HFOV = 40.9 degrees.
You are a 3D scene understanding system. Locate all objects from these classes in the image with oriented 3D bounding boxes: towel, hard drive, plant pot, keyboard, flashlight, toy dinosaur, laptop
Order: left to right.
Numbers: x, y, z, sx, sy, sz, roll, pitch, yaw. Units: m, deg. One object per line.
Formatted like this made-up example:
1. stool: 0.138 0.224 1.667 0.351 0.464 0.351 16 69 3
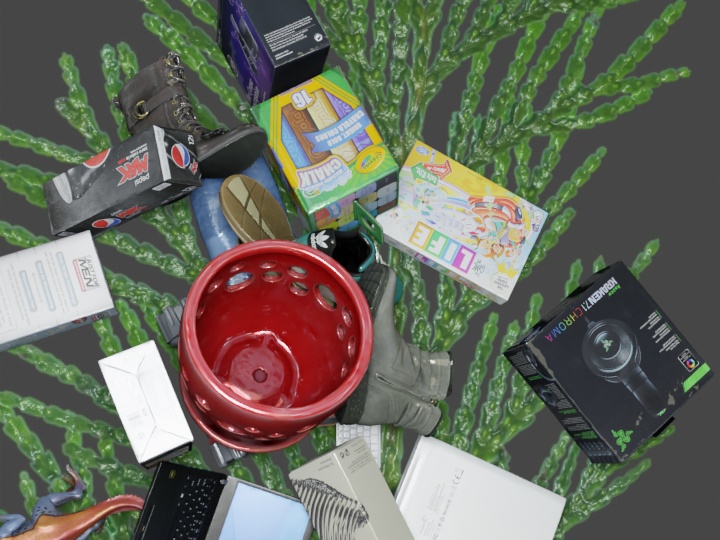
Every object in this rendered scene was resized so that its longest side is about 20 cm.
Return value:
1. toy dinosaur: -0.363 0.279 1.037 0.181 0.199 0.105 -28 95 -58
2. flashlight: -0.181 0.132 1.150 0.068 0.068 0.200 -15 73 -57
3. laptop: -0.161 0.324 1.081 0.103 0.200 0.178 13 79 31
4. towel: -0.141 -0.048 1.200 0.111 0.049 0.201 -18 83 -14
5. plant pot: -0.102 0.090 1.052 0.200 0.183 0.201 6 66 -14
6. keyboard: -0.003 0.145 1.203 0.056 0.011 0.201 2 78 -9
7. hard drive: 0.140 0.301 1.186 0.199 0.027 0.132 25 75 -3

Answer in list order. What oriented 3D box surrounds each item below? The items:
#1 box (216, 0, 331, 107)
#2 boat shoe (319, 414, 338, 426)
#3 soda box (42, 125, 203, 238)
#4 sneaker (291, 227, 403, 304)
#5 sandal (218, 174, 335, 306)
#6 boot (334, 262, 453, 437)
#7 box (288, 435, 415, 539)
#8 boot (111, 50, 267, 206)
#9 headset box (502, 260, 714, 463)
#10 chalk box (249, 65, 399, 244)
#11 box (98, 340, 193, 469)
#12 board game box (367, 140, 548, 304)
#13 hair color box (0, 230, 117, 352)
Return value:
1. box: -0.112 -0.279 1.175 0.079 0.200 0.142 -24 83 -14
2. boat shoe: 0.003 0.147 1.168 0.199 0.063 0.072 -4 81 -14
3. soda box: -0.278 -0.099 1.118 0.199 0.063 0.071 -20 78 32
4. sneaker: 0.000 0.000 1.149 0.200 0.080 0.072 20 54 -48
5. sandal: -0.107 -0.021 1.148 0.200 0.054 0.080 53 38 -10
6. boot: 0.048 0.092 1.113 0.130 0.068 0.201 7 103 -19
7. box: 0.003 0.303 1.125 0.068 0.082 0.201 -16 76 -58
8. boot: -0.213 -0.187 1.159 0.199 0.069 0.175 -22 71 22
9. headset box: 0.316 0.123 1.220 0.174 0.093 0.200 -38 87 -14
10. chalk box: -0.031 -0.118 1.174 0.124 0.125 0.200 -26 73 -7
11. box: -0.233 0.153 1.064 0.060 0.200 0.117 -22 81 -15
12. board game box: 0.128 -0.062 1.257 0.199 0.034 0.135 28 75 -3
13. hair color box: -0.398 0.033 1.132 0.199 0.061 0.099 -18 82 -12
